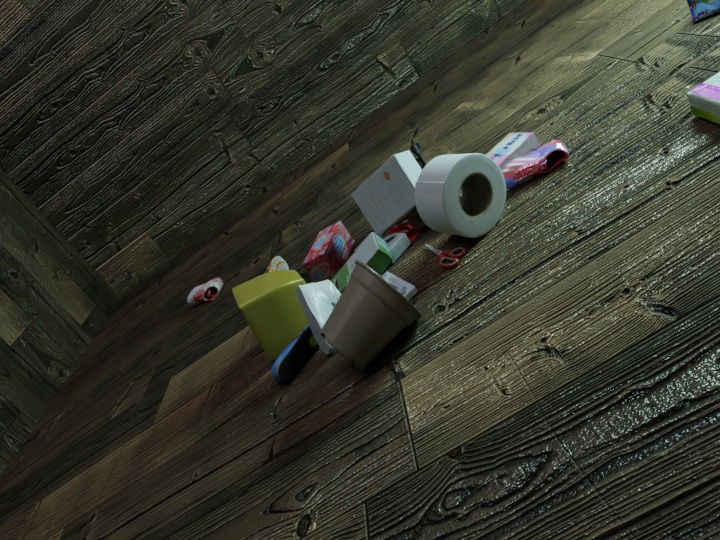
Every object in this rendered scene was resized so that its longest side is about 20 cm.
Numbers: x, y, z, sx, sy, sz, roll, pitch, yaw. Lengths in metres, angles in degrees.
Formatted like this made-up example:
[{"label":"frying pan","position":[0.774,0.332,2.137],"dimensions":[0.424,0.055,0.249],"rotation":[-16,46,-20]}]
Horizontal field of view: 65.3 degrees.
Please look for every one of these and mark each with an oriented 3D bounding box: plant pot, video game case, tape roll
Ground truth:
[{"label":"plant pot","position":[-0.237,0.108,1.642],"dimensions":[0.197,0.198,0.195],"rotation":[-31,21,-9]},{"label":"video game case","position":[0.037,0.091,1.464],"dimensions":[0.199,0.024,0.181],"rotation":[-42,23,-8]},{"label":"plant pot","position":[0.010,0.112,1.281],"dimensions":[0.185,0.200,0.200],"rotation":[-50,24,-4]},{"label":"tape roll","position":[0.256,-0.194,1.443],"dimensions":[0.202,0.205,0.138],"rotation":[-42,24,-13]}]

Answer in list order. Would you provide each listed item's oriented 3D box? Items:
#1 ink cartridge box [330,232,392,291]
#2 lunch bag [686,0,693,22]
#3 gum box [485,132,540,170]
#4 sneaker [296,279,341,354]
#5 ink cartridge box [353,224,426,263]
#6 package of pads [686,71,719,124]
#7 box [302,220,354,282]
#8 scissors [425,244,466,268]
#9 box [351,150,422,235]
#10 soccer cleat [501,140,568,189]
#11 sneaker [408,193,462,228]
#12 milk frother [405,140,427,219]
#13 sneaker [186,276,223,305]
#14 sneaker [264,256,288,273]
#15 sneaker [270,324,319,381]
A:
[{"label":"ink cartridge box","position":[0.000,0.000,1.602],"dimensions":[0.201,0.059,0.105],"rotation":[-48,27,18]},{"label":"lunch bag","position":[1.042,-0.815,1.604],"dimensions":[0.199,0.096,0.149],"rotation":[-41,18,-33]},{"label":"gum box","position":[0.405,-0.305,1.602],"dimensions":[0.199,0.067,0.113],"rotation":[-42,24,-9]},{"label":"sneaker","position":[-0.082,0.113,1.476],"dimensions":[0.113,0.204,0.074],"rotation":[-14,-25,-27]},{"label":"ink cartridge box","position":[0.090,-0.099,1.718],"dimensions":[0.174,0.044,0.198],"rotation":[-48,24,-18]},{"label":"package of pads","position":[0.788,-0.364,1.138],"dimensions":[0.152,0.069,0.201],"rotation":[-32,24,14]},{"label":"box","position":[-0.103,-0.060,1.863],"dimensions":[0.098,0.096,0.202],"rotation":[-24,26,31]},{"label":"scissors","position":[0.204,-0.042,1.475],"dimensions":[0.073,0.014,0.199],"rotation":[-47,25,-15]},{"label":"box","position":[0.098,-0.231,1.680],"dimensions":[0.199,0.154,0.106],"rotation":[-36,-3,36]},{"label":"soccer cleat","position":[0.452,-0.273,1.481],"dimensions":[0.197,0.067,0.077],"rotation":[-30,28,13]},{"label":"sneaker","position":[0.235,-0.187,1.634],"dimensions":[0.196,0.068,0.090],"rotation":[-18,20,30]},{"label":"milk frother","position":[0.141,-0.284,1.790],"dimensions":[0.187,0.202,0.180],"rotation":[-39,26,-6]},{"label":"sneaker","position":[-0.695,0.106,2.473],"dimensions":[0.198,0.068,0.108],"rotation":[-31,21,10]},{"label":"sneaker","position":[-0.329,0.021,2.081],"dimensions":[0.077,0.078,0.202],"rotation":[-33,21,33]},{"label":"sneaker","position":[-0.166,0.206,1.497],"dimensions":[0.201,0.066,0.078],"rotation":[-48,21,-23]}]
